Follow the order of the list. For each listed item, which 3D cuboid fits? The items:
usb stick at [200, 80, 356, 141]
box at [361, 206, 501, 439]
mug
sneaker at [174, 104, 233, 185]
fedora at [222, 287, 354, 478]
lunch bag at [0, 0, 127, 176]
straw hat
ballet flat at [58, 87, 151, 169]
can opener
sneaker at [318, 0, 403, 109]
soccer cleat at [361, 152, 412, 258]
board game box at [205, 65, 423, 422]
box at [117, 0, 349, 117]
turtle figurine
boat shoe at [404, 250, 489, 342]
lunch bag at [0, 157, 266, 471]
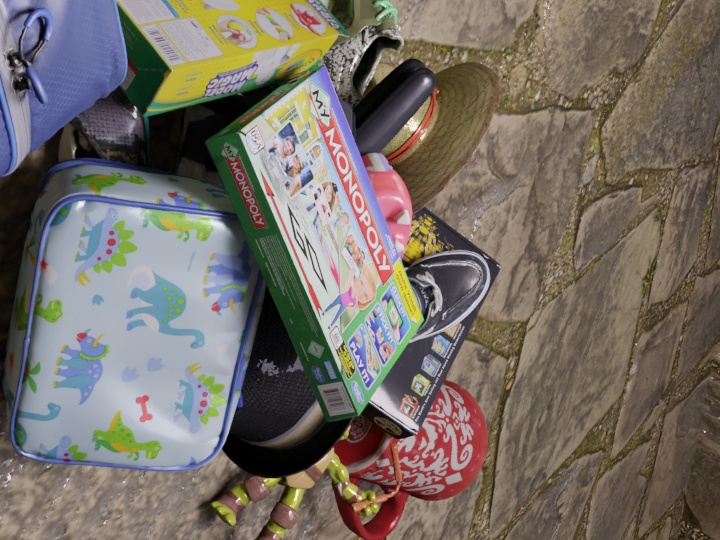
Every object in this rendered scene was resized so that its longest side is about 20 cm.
[{"bbox_3d":[-0.090,-0.132,0.868,0.199,0.033,0.056,23,53,-25],"label":"usb stick"},{"bbox_3d":[0.026,0.033,1.185,0.201,0.161,0.049,-59,-167,-24],"label":"box"},{"bbox_3d":[0.035,0.186,1.290,0.200,0.132,0.179,26,60,-59],"label":"mug"},{"bbox_3d":[-0.103,-0.089,0.955,0.130,0.079,0.201,112,-19,-61],"label":"sneaker"},{"bbox_3d":[-0.079,0.056,0.939,0.091,0.200,0.202,12,95,-47],"label":"fedora"},{"bbox_3d":[-0.214,-0.122,0.583,0.132,0.199,0.137,-46,148,-36],"label":"lunch bag"},{"bbox_3d":[0.023,-0.137,1.104,0.085,0.200,0.202,40,66,-26],"label":"straw hat"},{"bbox_3d":[-0.171,-0.046,0.869,0.072,0.072,0.201,-48,144,-39],"label":"ballet flat"},{"bbox_3d":[-0.017,-0.095,1.009,0.200,0.064,0.079,-38,129,10],"label":"can opener"},{"bbox_3d":[0.007,-0.214,1.062,0.077,0.088,0.202,28,80,-63],"label":"sneaker"},{"bbox_3d":[0.000,0.000,1.013,0.077,0.066,0.201,-100,-162,-48],"label":"soccer cleat"},{"bbox_3d":[-0.024,-0.021,0.831,0.135,0.029,0.201,-49,122,-55],"label":"board game box"},{"bbox_3d":[-0.101,-0.175,0.836,0.199,0.118,0.048,-25,162,-49],"label":"box"},{"bbox_3d":[-0.065,0.176,1.148,0.161,0.064,0.200,-46,115,-16],"label":"turtle figurine"},{"bbox_3d":[0.044,0.029,1.128,0.199,0.068,0.072,-20,86,-26],"label":"boat shoe"},{"bbox_3d":[-0.148,0.034,0.828,0.159,0.083,0.201,6,113,-21],"label":"lunch bag"}]
